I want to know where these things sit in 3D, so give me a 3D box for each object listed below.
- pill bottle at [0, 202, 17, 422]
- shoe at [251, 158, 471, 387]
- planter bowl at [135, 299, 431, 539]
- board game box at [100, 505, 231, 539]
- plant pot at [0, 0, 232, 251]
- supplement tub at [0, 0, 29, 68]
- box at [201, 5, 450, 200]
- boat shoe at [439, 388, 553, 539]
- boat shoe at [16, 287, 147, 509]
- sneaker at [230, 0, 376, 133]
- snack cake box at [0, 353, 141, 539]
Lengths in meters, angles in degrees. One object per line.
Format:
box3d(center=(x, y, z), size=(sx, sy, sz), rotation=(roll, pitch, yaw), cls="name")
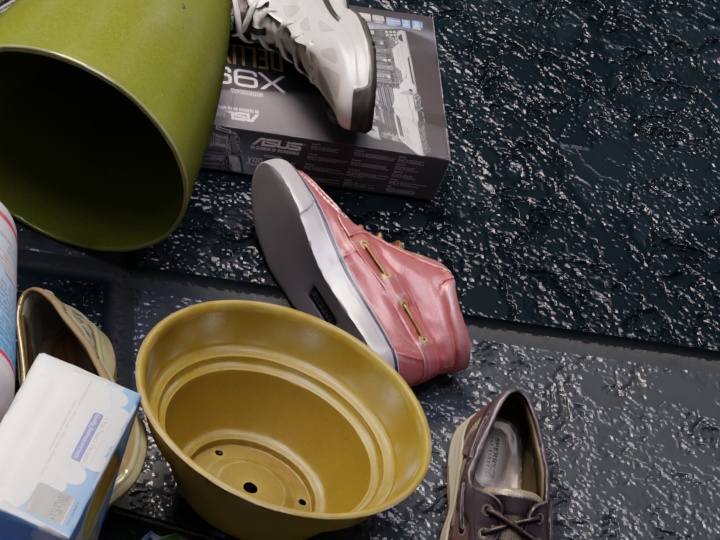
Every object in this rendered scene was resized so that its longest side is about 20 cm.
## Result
box3d(center=(-0.273, 0.045, 1.489), size=(0.108, 0.109, 0.201), rotation=(6, 47, -15), cls="pill bottle")
box3d(center=(0.000, 0.000, 1.664), size=(0.090, 0.072, 0.201), rotation=(-13, 60, -32), cls="shoe")
box3d(center=(-0.060, 0.116, 1.510), size=(0.199, 0.084, 0.201), rotation=(16, 34, -11), cls="planter bowl")
box3d(center=(-0.074, 0.219, 1.463), size=(0.198, 0.024, 0.105), rotation=(17, 43, -4), cls="board game box")
box3d(center=(-0.169, -0.151, 1.636), size=(0.186, 0.188, 0.201), rotation=(23, 52, 2), cls="plant pot")
box3d(center=(-0.303, -0.175, 1.673), size=(0.122, 0.123, 0.200), rotation=(37, 47, 15), cls="supplement tub")
box3d(center=(-0.037, -0.138, 1.788), size=(0.198, 0.050, 0.159), rotation=(8, 47, -14), cls="box")
box3d(center=(0.093, 0.164, 1.545), size=(0.071, 0.065, 0.201), rotation=(13, 46, -10), cls="boat shoe")
box3d(center=(-0.186, 0.083, 1.477), size=(0.073, 0.063, 0.200), rotation=(-36, 32, 3), cls="boat shoe")
box3d(center=(-0.059, -0.168, 1.734), size=(0.114, 0.076, 0.201), rotation=(-6, 44, -14), cls="sneaker")
box3d(center=(-0.193, 0.160, 1.347), size=(0.067, 0.201, 0.115), rotation=(22, 45, 0), cls="snack cake box")
